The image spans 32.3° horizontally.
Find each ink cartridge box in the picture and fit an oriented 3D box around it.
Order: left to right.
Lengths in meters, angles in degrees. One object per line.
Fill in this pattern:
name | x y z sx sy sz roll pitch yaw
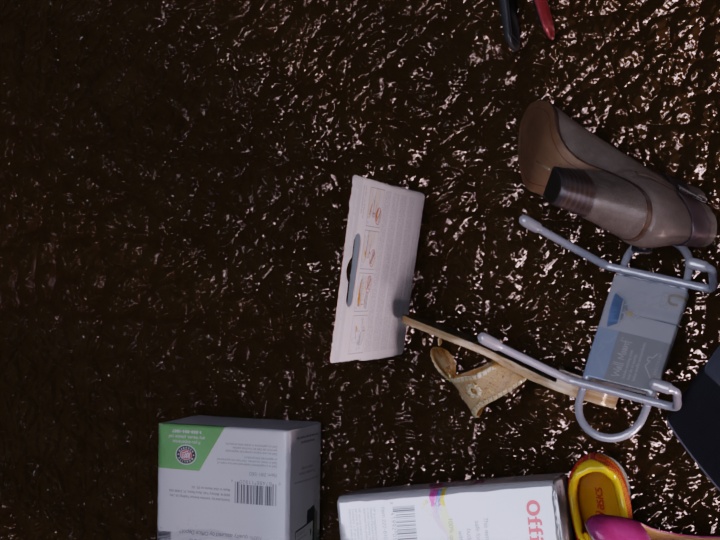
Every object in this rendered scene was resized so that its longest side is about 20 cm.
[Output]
ink cartridge box | -0.119 0.249 1.222 0.146 0.084 0.200 1 89 22
ink cartridge box | 0.000 0.000 1.119 0.050 0.200 0.163 8 91 22
ink cartridge box | 0.091 0.262 1.109 0.200 0.085 0.145 -7 84 18

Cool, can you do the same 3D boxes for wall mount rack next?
wall mount rack | 0.206 0.038 1.071 0.174 0.075 0.200 14 70 23

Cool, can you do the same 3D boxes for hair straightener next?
hair straightener | 0.121 -0.299 1.164 0.077 0.041 0.200 -17 83 20

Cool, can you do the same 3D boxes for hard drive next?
hard drive | 0.341 0.162 1.018 0.042 0.135 0.200 -31 67 -24

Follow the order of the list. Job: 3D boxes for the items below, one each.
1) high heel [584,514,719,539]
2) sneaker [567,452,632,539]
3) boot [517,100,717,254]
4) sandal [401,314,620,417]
high heel | 0.276 0.229 1.026 0.200 0.067 0.096 34 113 -25
sneaker | 0.220 0.262 1.093 0.073 0.077 0.200 -20 83 18
boot | 0.224 -0.079 1.091 0.146 0.200 0.070 13 121 -12
sandal | 0.126 0.105 1.134 0.211 0.078 0.070 18 93 15
